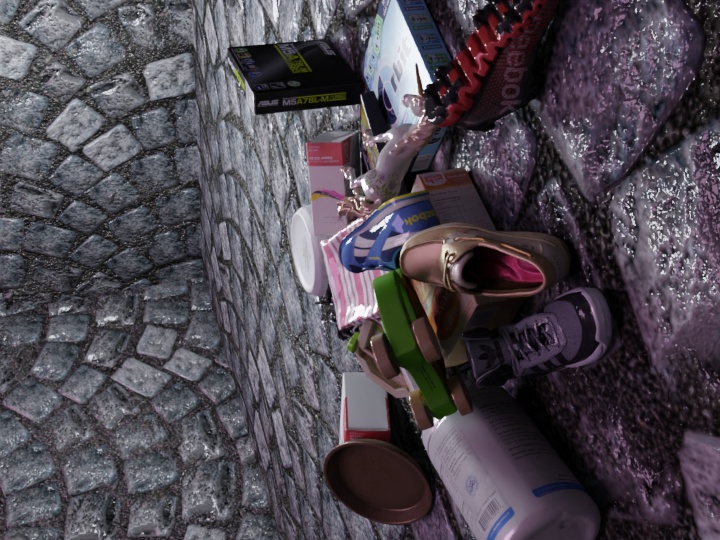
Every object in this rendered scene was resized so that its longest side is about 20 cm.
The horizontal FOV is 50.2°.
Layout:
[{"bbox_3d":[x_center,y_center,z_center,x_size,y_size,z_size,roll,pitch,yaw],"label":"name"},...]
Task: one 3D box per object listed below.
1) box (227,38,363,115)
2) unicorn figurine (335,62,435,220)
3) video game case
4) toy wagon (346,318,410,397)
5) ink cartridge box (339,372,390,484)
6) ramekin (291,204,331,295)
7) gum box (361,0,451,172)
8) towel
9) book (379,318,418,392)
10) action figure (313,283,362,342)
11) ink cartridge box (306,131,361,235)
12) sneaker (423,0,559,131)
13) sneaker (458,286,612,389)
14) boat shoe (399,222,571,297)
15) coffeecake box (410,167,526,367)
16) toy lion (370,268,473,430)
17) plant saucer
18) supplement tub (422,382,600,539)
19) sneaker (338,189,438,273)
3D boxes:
[{"bbox_3d":[-0.117,-0.340,1.334,0.200,0.192,0.048,-119,24,-47],"label":"box"},{"bbox_3d":[0.040,-0.154,0.991,0.137,0.073,0.202,19,96,60],"label":"unicorn figurine"},{"bbox_3d":[0.037,-0.140,1.164,0.181,0.025,0.201,91,163,-75],"label":"video game case"},{"bbox_3d":[0.062,0.107,1.167,0.155,0.040,0.201,33,130,20],"label":"toy wagon"},{"bbox_3d":[0.004,0.311,1.424,0.147,0.082,0.201,-94,7,-55],"label":"ink cartridge box"},{"bbox_3d":[-0.070,-0.042,1.501,0.202,0.094,0.204,170,90,-71],"label":"ramekin"},{"bbox_3d":[0.066,-0.267,1.061,0.170,0.044,0.201,112,143,-58],"label":"gum box"},{"bbox_3d":[0.000,0.000,1.124,0.200,0.030,0.148,-26,74,56],"label":"towel"},{"bbox_3d":[0.089,0.161,1.062,0.134,0.048,0.201,-110,-5,-83],"label":"book"},{"bbox_3d":[0.013,0.073,1.301,0.199,0.102,0.120,13,123,48],"label":"action figure"},{"bbox_3d":[-0.041,-0.132,1.335,0.117,0.067,0.202,-52,-39,-67],"label":"ink cartridge box"},{"bbox_3d":[0.152,-0.222,0.792,0.201,0.097,0.071,-53,32,35],"label":"sneaker"},{"bbox_3d":[0.174,0.079,0.808,0.200,0.113,0.076,125,132,-65],"label":"sneaker"},{"bbox_3d":[0.122,-0.008,0.833,0.199,0.069,0.074,0,111,34],"label":"boat shoe"},{"bbox_3d":[0.121,-0.004,0.988,0.154,0.073,0.201,105,150,-54],"label":"coffeecake box"},{"bbox_3d":[0.060,0.070,0.891,0.200,0.068,0.193,57,-167,-48],"label":"toy lion"},{"bbox_3d":[0.032,0.362,1.327,0.030,0.199,0.201,-59,-21,-50],"label":"plant saucer"},{"bbox_3d":[0.168,0.240,0.884,0.200,0.131,0.133,-122,29,-51],"label":"supplement tub"},{"bbox_3d":[0.035,-0.028,0.976,0.083,0.074,0.200,64,149,8],"label":"sneaker"}]
